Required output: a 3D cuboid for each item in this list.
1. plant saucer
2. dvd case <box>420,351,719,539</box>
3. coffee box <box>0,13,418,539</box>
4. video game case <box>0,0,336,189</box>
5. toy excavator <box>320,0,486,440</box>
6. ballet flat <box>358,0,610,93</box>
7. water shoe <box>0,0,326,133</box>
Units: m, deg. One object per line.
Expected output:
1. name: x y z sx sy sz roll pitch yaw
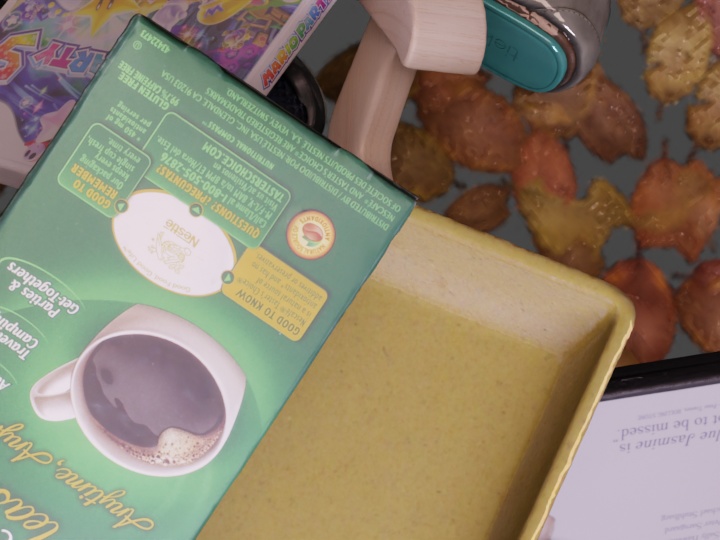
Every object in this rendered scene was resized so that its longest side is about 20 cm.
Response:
1. plant saucer: -0.019 0.070 0.947 0.199 0.048 0.201 23 84 23
2. dvd case: 0.093 0.120 1.037 0.142 0.018 0.201 -9 129 -8
3. coffee box: -0.085 0.025 0.904 0.123 0.044 0.200 33 89 -9
4. video game case: -0.073 -0.109 1.009 0.143 0.018 0.200 16 62 38
5. toy excavator: 0.000 0.000 1.050 0.100 0.194 0.201 2 59 -31
6. ballet flat: 0.017 -0.144 1.115 0.199 0.067 0.064 28 57 -1
7. water shoe: -0.096 -0.117 1.089 0.200 0.079 0.072 33 83 1
